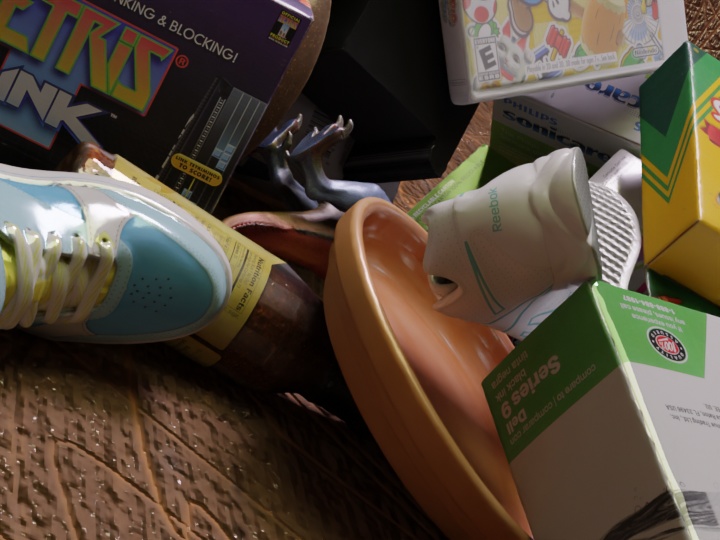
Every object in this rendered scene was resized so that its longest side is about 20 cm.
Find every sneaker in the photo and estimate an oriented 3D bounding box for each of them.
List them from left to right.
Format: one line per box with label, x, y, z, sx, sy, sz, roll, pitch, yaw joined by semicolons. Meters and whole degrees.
sneaker;-0.140;0.006;0.691;0.199;0.080;0.131;14;18;-19
sneaker;0.073;-0.002;0.802;0.200;0.080;0.071;60;21;-68
sneaker;0.114;0.029;0.965;0.073;0.082;0.201;14;40;-1

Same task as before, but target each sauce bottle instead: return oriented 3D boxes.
sauce bottle;-0.064;0.016;0.814;0.200;0.066;0.066;35;13;-20

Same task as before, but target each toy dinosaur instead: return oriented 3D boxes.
toy dinosaur;0.000;0.000;0.954;0.105;0.200;0.182;-3;-56;47

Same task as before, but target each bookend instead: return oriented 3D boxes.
bookend;-0.001;-0.189;1.016;0.199;0.201;0.092;39;-23;-30

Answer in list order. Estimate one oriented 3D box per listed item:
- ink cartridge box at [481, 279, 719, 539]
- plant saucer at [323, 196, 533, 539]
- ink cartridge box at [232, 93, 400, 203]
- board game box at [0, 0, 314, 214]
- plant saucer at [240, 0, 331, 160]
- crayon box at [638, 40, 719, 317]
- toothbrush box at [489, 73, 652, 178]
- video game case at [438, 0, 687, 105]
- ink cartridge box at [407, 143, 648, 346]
ink cartridge box;0.151;0.118;0.727;0.145;0.084;0.201;17;43;-36
plant saucer;0.042;0.060;0.799;0.200;0.037;0.200;51;17;-21
ink cartridge box;-0.059;-0.137;1.101;0.199;0.146;0.087;26;-17;-21
board game box;-0.147;-0.102;0.846;0.199;0.166;0.057;26;16;-11
plant saucer;-0.110;-0.137;0.954;0.200;0.201;0.037;41;3;36
crayon box;0.227;-0.032;1.007;0.127;0.051;0.201;29;41;-19
toothbrush box;0.170;-0.078;1.202;0.145;0.086;0.200;24;-23;14
video game case;0.120;-0.202;1.036;0.199;0.183;0.023;-13;9;-38
ink cartridge box;0.119;-0.014;1.083;0.200;0.076;0.148;35;57;20
